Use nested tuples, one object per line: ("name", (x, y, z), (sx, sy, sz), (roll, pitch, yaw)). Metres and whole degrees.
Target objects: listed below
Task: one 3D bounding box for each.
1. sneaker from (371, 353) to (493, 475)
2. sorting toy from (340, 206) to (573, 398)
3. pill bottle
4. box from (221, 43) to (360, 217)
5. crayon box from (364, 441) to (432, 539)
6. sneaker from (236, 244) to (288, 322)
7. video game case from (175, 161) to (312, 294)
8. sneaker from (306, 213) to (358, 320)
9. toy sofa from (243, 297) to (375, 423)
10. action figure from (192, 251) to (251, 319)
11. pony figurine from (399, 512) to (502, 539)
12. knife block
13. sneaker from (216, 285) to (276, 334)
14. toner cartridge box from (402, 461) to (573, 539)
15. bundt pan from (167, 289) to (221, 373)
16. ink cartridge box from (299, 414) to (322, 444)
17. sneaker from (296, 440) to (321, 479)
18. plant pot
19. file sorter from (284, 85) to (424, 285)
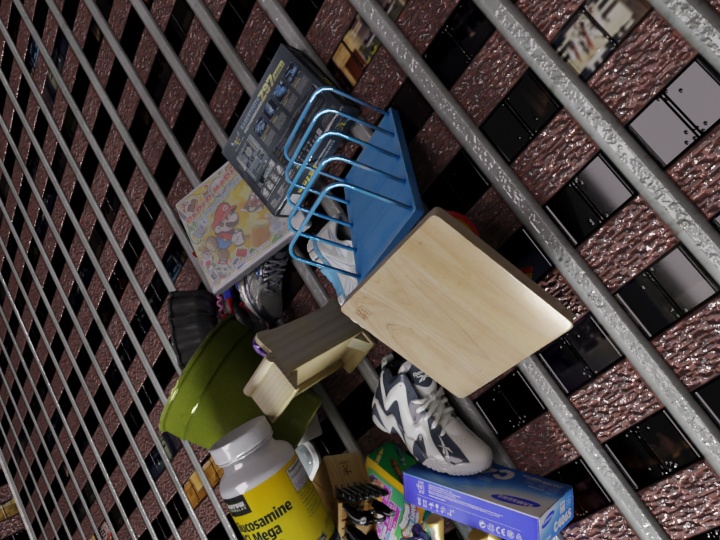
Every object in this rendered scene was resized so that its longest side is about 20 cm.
("sneaker", (0.094, 0.178, 0.842), (0.198, 0.079, 0.132), (28, 127, 47))
("sorting toy", (0.112, 0.033, 0.745), (0.199, 0.070, 0.199), (37, 133, -9))
("pill bottle", (-0.117, 0.303, 0.832), (0.112, 0.112, 0.202), (-27, 92, 43))
("box", (-0.110, -0.206, 0.938), (0.158, 0.051, 0.201), (47, 116, 23))
("crayon box", (0.051, 0.380, 0.948), (0.118, 0.058, 0.203), (29, 119, 35))
("sneaker", (-0.158, -0.015, 1.037), (0.084, 0.077, 0.204), (-14, 88, 38))
("video game case", (-0.195, -0.091, 1.019), (0.199, 0.023, 0.184), (-35, 68, 14))
("sneaker", (0.000, 0.000, 0.897), (0.201, 0.074, 0.087), (52, 124, 21))
("toy sofa", (-0.078, 0.124, 0.909), (0.098, 0.199, 0.083), (47, 126, 15))
("action figure", (-0.248, -0.019, 1.086), (0.065, 0.099, 0.202), (-31, 54, 14))
("pony figurine", (0.126, 0.422, 0.825), (0.191, 0.167, 0.202), (-21, 107, 20))
("knife block", (-0.016, 0.366, 0.902), (0.177, 0.063, 0.202), (-112, 33, -41))
("sneaker", (-0.195, 0.099, 1.117), (0.094, 0.079, 0.203), (-19, 73, 8))
("toner cartridge box", (0.158, 0.285, 0.798), (0.198, 0.094, 0.044), (3, 101, 42))
("bundt pan", (-0.280, 0.124, 1.137), (0.202, 0.074, 0.205), (164, 90, -86))
("ink cartridge box", (-0.168, 0.258, 1.119), (0.198, 0.067, 0.119), (-22, 84, 43))
("sneaker", (-0.161, 0.367, 1.103), (0.200, 0.120, 0.084), (-46, 69, 40))
("plant pot", (-0.168, 0.205, 0.956), (0.191, 0.201, 0.202), (31, 124, 3))
("file sorter", (-0.021, -0.111, 0.793), (0.139, 0.121, 0.202), (-53, 33, 38))
